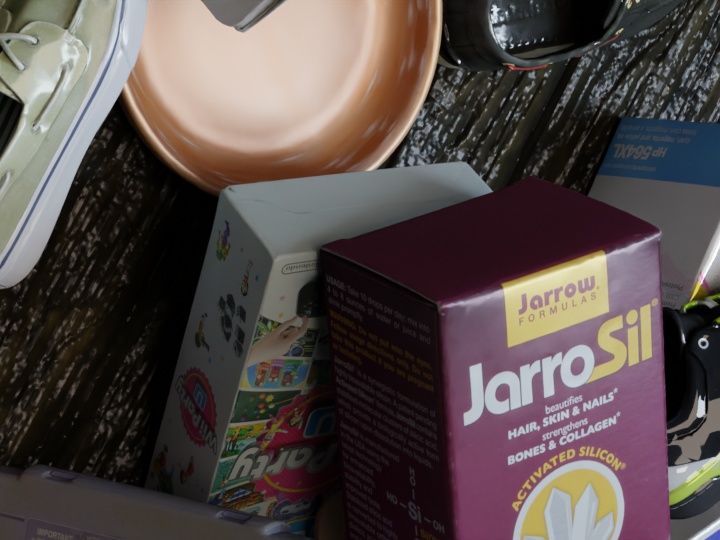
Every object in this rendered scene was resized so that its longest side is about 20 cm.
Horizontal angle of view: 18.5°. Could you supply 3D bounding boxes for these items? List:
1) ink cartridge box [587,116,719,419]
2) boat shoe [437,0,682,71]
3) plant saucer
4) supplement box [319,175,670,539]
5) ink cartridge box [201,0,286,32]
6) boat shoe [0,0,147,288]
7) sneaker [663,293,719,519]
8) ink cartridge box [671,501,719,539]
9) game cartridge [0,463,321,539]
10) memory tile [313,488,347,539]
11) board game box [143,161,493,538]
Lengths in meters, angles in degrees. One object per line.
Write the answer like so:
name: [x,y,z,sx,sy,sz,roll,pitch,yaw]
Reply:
ink cartridge box: [0.189,0.031,1.263,0.129,0.125,0.200,31,80,-32]
boat shoe: [0.130,-0.157,1.240,0.201,0.063,0.074,-21,105,-31]
plant saucer: [-0.048,-0.133,1.140,0.200,0.037,0.200,-5,100,-33]
supplement box: [0.067,0.074,1.043,0.131,0.103,0.200,-18,115,-28]
ink cartridge box: [-0.025,-0.232,1.071,0.147,0.083,0.200,50,57,-6]
boat shoe: [-0.157,-0.087,1.044,0.062,0.072,0.200,22,85,-65]
sneaker: [0.193,0.039,1.150,0.083,0.072,0.200,47,71,-27]
ink cartridge box: [0.229,0.151,1.213,0.200,0.039,0.099,-29,114,-21]
game cartridge: [-0.109,0.169,1.055,0.038,0.200,0.130,18,83,-66]
memory tile: [0.063,0.195,1.139,0.153,0.017,0.200,-12,86,-24]
board game box: [-0.017,0.049,1.117,0.148,0.064,0.200,-8,131,-32]
